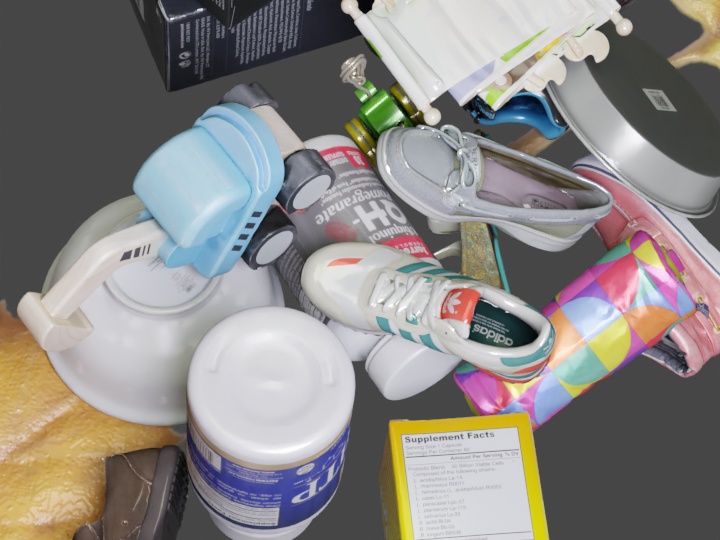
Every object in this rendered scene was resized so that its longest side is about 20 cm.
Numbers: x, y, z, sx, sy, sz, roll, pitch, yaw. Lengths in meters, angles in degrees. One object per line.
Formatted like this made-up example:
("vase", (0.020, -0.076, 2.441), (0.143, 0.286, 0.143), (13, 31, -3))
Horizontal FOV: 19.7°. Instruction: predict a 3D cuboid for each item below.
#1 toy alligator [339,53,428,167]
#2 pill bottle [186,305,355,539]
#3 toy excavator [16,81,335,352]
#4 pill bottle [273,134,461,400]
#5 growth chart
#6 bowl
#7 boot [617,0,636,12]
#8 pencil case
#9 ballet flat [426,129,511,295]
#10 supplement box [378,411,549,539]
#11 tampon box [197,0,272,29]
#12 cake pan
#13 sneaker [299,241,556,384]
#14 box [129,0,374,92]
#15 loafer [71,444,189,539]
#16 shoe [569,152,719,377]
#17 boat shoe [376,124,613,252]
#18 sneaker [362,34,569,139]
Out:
("toy alligator", (0.023, -0.117, 1.663), (0.059, 0.200, 0.054), (-40, 73, 0))
("pill bottle", (-0.068, 0.123, 1.515), (0.119, 0.200, 0.120), (2, 61, -4))
("toy excavator", (-0.146, -0.035, 1.541), (0.199, 0.195, 0.100), (-16, 59, -45))
("pill bottle", (0.000, 0.000, 1.640), (0.110, 0.111, 0.200), (-27, 67, -18))
("growth chart", (0.104, -0.196, 1.641), (0.199, 0.018, 0.145), (-27, 76, -13))
("bowl", (-0.156, 0.013, 1.632), (0.200, 0.091, 0.202), (2, 61, -3))
("boot", (0.208, -0.281, 1.777), (0.069, 0.174, 0.200), (33, 65, 14))
("pencil case", (0.169, 0.053, 1.607), (0.200, 0.088, 0.089), (-36, 67, 6))
("ballet flat", (0.086, -0.026, 1.692), (0.070, 0.071, 0.201), (-3, 62, -6))
("supplement box", (0.079, 0.218, 1.527), (0.108, 0.110, 0.201), (-3, 62, -7))
("tampon box", (-0.114, -0.328, 1.669), (0.150, 0.126, 0.200), (-37, 71, -23))
("cake pan", (0.231, -0.131, 1.709), (0.200, 0.037, 0.201), (32, 32, -23))
("sneaker", (0.053, 0.022, 1.527), (0.199, 0.093, 0.071), (22, 76, 0))
("box", (-0.107, -0.285, 1.785), (0.199, 0.118, 0.198), (-18, 65, -13))
("loafer", (-0.180, 0.221, 1.533), (0.070, 0.073, 0.201), (6, 55, 10))
("shoe", (0.225, -0.005, 1.685), (0.091, 0.072, 0.200), (-38, 74, -26))
("boat shoe", (0.105, -0.072, 1.637), (0.201, 0.065, 0.075), (21, 55, -26))
("sneaker", (0.095, -0.173, 1.765), (0.199, 0.073, 0.082), (14, 60, 3))
